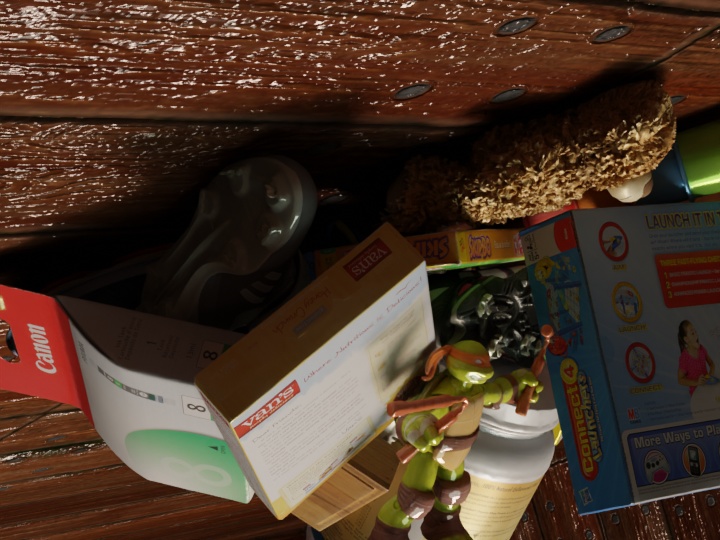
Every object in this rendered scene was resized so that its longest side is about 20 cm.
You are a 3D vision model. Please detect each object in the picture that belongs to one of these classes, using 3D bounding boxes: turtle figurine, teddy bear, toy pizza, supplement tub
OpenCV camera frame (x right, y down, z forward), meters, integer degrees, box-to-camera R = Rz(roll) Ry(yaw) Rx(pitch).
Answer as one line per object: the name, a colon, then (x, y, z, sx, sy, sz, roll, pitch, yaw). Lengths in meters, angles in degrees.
turtle figurine: (0.048, 0.108, 1.049, 0.064, 0.162, 0.200, 25, -157, 25)
teddy bear: (0.108, -0.058, 1.063, 0.199, 0.067, 0.145, -15, 170, 0)
toy pizza: (-0.147, 0.019, 1.146, 0.199, 0.032, 0.200, -16, 163, -5)
supplement tub: (0.057, 0.149, 1.240, 0.144, 0.145, 0.201, -2, 124, -49)

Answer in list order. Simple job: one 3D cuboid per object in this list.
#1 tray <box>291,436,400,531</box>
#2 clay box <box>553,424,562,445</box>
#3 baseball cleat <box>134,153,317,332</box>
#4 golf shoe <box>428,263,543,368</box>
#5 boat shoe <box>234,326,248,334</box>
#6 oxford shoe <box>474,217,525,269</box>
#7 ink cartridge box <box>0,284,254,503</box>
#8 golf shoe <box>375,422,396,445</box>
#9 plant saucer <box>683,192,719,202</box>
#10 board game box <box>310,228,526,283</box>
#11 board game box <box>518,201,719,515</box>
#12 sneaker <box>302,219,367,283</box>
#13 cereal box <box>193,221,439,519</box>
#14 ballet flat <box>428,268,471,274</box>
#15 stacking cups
tray: (-0.079, 0.102, 1.146, 0.199, 0.037, 0.099, 34, 142, -14)
clay box: (0.190, 0.032, 1.351, 0.115, 0.047, 0.201, -41, 152, -52)
baseball cleat: (-0.062, -0.016, 1.010, 0.106, 0.070, 0.200, -7, 162, -37)
golf shoe: (0.082, 0.025, 1.178, 0.088, 0.078, 0.200, 12, -176, 27)
boat shoe: (-0.110, 0.054, 1.281, 0.199, 0.069, 0.084, -20, 169, 1)
oxford shoe: (0.131, -0.014, 1.337, 0.074, 0.071, 0.200, 9, 174, 12)
ink cartridge box: (-0.161, 0.078, 1.062, 0.199, 0.050, 0.161, 10, 149, 4)
golf shoe: (-0.043, 0.090, 1.180, 0.199, 0.079, 0.097, -20, 148, 41)
plant saucer: (0.234, 0.012, 1.305, 0.200, 0.037, 0.201, -52, 160, -27)
board game box: (0.043, -0.010, 1.093, 0.095, 0.030, 0.200, -8, -178, 20)
board game box: (0.218, 0.055, 1.149, 0.199, 0.197, 0.056, -4, 168, -36)
sneaker: (0.000, 0.000, 1.188, 0.066, 0.079, 0.200, 20, -163, 16)
cereal box: (-0.019, 0.066, 0.996, 0.144, 0.040, 0.200, -39, 158, -12)
ballet flat: (-0.006, 0.024, 1.324, 0.199, 0.047, 0.067, -17, 167, 6)
stacking cups: (0.210, -0.072, 1.182, 0.199, 0.061, 0.060, -14, 169, 15)
